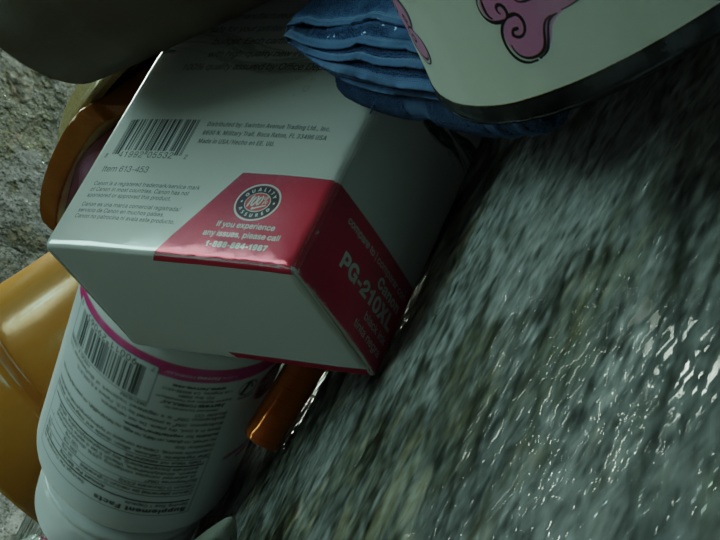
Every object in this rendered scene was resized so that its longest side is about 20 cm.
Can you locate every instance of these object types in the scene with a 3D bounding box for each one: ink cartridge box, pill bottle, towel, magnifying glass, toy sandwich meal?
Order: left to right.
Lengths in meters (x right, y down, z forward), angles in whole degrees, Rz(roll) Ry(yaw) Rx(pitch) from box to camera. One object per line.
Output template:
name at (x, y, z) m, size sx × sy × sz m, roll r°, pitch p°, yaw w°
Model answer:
pill bottle at (-0.111, 0.069, 0.905) m, size 0.113 × 0.113 × 0.200 m, roll -70°, pitch 3°, yaw -49°
toy sandwich meal at (-0.087, -0.088, 0.927) m, size 0.205 × 0.070 × 0.205 m, roll -38°, pitch -13°, yaw -10°
ink cartridge box at (-0.029, -0.062, 0.774) m, size 0.145 × 0.084 × 0.200 m, roll 5°, pitch 57°, yaw 35°
magnifying glass at (0.000, 0.000, 0.837) m, size 0.200 × 0.022 × 0.080 m, roll -61°, pitch 8°, yaw 4°
towel at (0.047, -0.102, 0.612) m, size 0.112 × 0.049 × 0.200 m, roll -42°, pitch 19°, yaw -8°

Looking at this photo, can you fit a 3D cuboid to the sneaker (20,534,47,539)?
sneaker at (-0.188, 0.205, 0.894) m, size 0.087 × 0.074 × 0.200 m, roll -25°, pitch 20°, yaw -13°

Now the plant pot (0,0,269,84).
plant pot at (-0.096, -0.179, 0.740) m, size 0.173 × 0.200 × 0.200 m, roll -38°, pitch 17°, yaw 24°

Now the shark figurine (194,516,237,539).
shark figurine at (-0.100, 0.170, 0.644) m, size 0.128 × 0.089 × 0.214 m, roll -61°, pitch 6°, yaw 6°

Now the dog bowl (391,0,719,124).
dog bowl at (0.075, -0.136, 0.453) m, size 0.200 × 0.074 × 0.200 m, roll -37°, pitch 24°, yaw 19°

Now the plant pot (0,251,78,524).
plant pot at (-0.161, 0.052, 1.109) m, size 0.183 × 0.200 × 0.200 m, roll -44°, pitch 10°, yaw 6°
